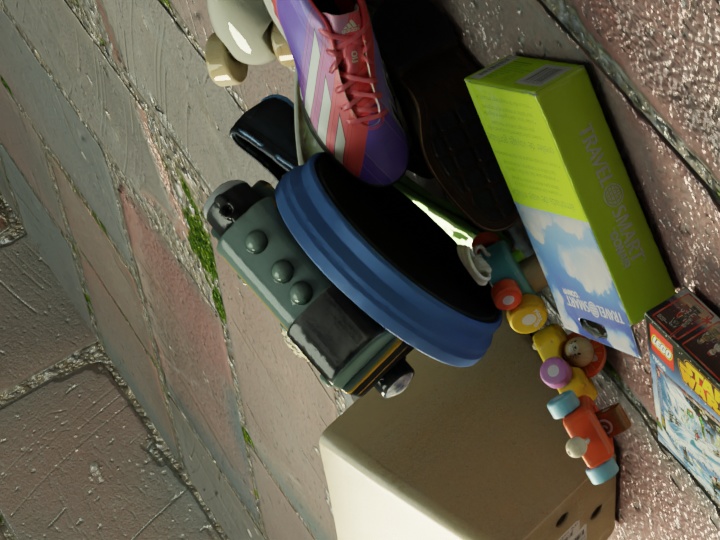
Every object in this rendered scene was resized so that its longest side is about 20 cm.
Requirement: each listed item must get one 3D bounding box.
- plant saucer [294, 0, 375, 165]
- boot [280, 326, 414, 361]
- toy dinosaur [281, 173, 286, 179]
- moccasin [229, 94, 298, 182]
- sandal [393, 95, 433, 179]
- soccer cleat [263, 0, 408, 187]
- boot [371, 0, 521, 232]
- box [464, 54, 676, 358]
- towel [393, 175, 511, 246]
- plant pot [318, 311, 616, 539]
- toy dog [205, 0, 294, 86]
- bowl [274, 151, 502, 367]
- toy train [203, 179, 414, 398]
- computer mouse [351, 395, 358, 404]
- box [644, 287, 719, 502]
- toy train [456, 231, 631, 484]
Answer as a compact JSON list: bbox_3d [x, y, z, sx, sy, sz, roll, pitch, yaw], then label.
[{"bbox_3d":[-0.015,-0.160,1.659,0.200,0.050,0.202,-179,90,-79],"label":"plant saucer"},{"bbox_3d":[0.026,0.092,1.879,0.153,0.074,0.204,23,165,36],"label":"boot"},{"bbox_3d":[0.000,0.000,1.649,0.200,0.058,0.101,37,-179,-13],"label":"toy dinosaur"},{"bbox_3d":[-0.044,-0.065,1.849,0.200,0.068,0.081,50,159,23],"label":"moccasin"},{"bbox_3d":[0.015,-0.109,1.744,0.075,0.045,0.200,66,164,-16],"label":"sandal"},{"bbox_3d":[-0.013,-0.155,1.510,0.073,0.068,0.201,-14,100,65],"label":"soccer cleat"},{"bbox_3d":[0.071,-0.106,1.543,0.097,0.074,0.201,75,172,-70],"label":"boot"},{"bbox_3d":[0.147,-0.046,1.421,0.201,0.047,0.122,66,165,-18],"label":"box"},{"bbox_3d":[0.032,-0.022,1.724,0.149,0.031,0.200,30,152,-6],"label":"towel"},{"bbox_3d":[0.105,0.177,1.720,0.177,0.200,0.201,37,155,29],"label":"plant pot"},{"bbox_3d":[-0.106,-0.255,1.799,0.201,0.131,0.097,87,-171,-50],"label":"toy dog"},{"bbox_3d":[0.025,-0.012,1.532,0.200,0.039,0.201,38,-163,-13],"label":"bowl"},{"bbox_3d":[-0.038,0.011,1.525,0.200,0.085,0.114,49,-174,18],"label":"toy train"},{"bbox_3d":[-0.002,0.085,1.744,0.058,0.034,0.200,20,152,43],"label":"computer mouse"},{"bbox_3d":[0.264,0.120,1.354,0.200,0.040,0.137,48,161,40],"label":"box"},{"bbox_3d":[0.147,0.052,1.525,0.201,0.055,0.150,60,-170,-1],"label":"toy train"}]
